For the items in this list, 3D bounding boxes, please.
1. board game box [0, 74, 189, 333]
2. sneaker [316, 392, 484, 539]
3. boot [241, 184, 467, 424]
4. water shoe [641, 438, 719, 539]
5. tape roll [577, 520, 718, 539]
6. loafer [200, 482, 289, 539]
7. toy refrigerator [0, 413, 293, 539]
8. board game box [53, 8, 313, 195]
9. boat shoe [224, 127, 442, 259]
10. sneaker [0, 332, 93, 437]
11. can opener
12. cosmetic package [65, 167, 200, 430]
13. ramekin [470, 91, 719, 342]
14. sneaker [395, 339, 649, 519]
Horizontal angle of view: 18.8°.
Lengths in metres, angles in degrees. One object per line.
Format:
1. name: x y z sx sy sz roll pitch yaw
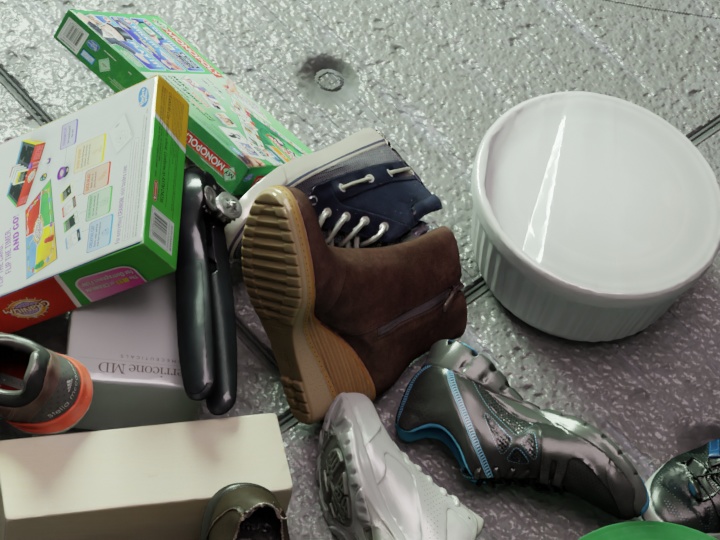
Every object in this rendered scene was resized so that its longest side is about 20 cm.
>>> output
1. board game box: -0.219 -0.041 1.579 0.199 0.040 0.154 -19 50 27
2. sneaker: 0.035 0.176 1.546 0.099 0.078 0.201 -10 66 -27
3. boot: 0.000 0.000 1.592 0.166 0.201 0.072 -31 36 -32
4. water shoe: 0.296 0.140 1.616 0.199 0.079 0.072 -19 60 -24
5. tape roll: 0.210 0.274 1.521 0.199 0.048 0.202 6 54 -8
6. loafer: -0.081 0.239 1.432 0.072 0.071 0.202 2 81 -14
7. toy refrigerator: -0.154 0.151 1.511 0.198 0.076 0.070 -6 56 -15
8. board game box: -0.132 -0.133 1.704 0.200 0.029 0.134 42 19 18
9. boat shoe: -0.019 -0.039 1.666 0.093 0.075 0.200 43 46 15
10. sneaker: -0.283 0.063 1.505 0.198 0.082 0.078 2 64 23
11. can opener: -0.114 0.012 1.552 0.063 0.078 0.201 25 43 -49
12. cosmetic package: -0.164 0.018 1.607 0.101 0.071 0.201 5 54 -9
13. ramekin: 0.177 -0.036 1.707 0.201 0.094 0.204 6 54 -9
14. sneaker: 0.118 0.136 1.597 0.199 0.073 0.082 31 70 17
